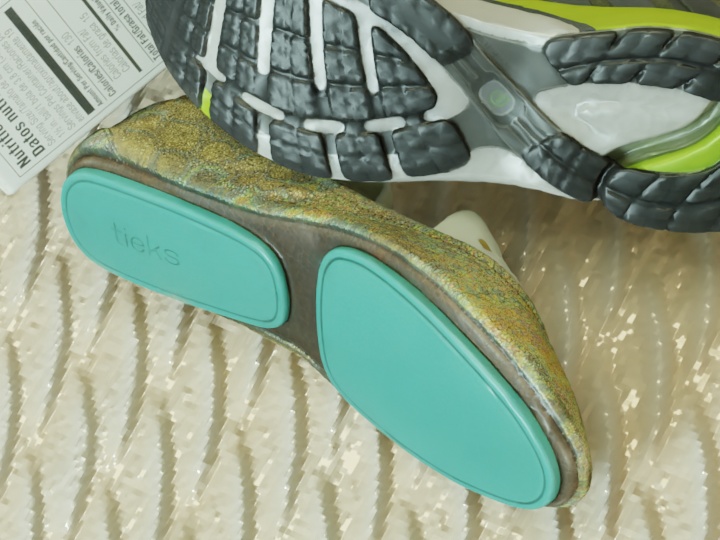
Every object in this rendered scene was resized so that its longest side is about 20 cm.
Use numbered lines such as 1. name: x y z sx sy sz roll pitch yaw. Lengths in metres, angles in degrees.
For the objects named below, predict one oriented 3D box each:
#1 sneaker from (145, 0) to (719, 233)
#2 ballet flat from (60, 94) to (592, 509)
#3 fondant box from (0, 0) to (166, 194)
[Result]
1. sneaker: 0.035 -0.064 0.785 0.200 0.074 0.081 16 27 7
2. ballet flat: 0.000 0.000 0.789 0.200 0.071 0.071 28 75 31
3. fondant box: -0.068 -0.129 0.861 0.200 0.058 0.144 -38 30 -3
